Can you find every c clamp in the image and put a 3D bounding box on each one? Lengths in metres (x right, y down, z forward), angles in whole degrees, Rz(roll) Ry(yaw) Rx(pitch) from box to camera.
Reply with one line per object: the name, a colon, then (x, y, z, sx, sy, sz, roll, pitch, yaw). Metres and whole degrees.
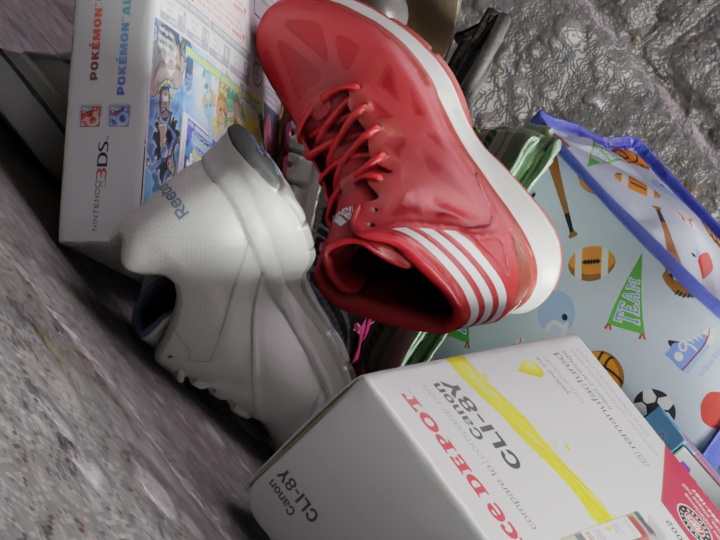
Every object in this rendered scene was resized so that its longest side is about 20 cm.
c clamp: (0.038, -0.069, 1.463, 0.027, 0.200, 0.171, 32, -15, -6)

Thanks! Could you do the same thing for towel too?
towel: (0.044, -0.012, 1.412, 0.023, 0.153, 0.200, 31, -2, -10)

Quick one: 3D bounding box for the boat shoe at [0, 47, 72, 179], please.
boat shoe: (-0.133, -0.085, 1.301, 0.074, 0.065, 0.200, 51, 5, 11)

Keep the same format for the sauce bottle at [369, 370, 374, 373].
sauce bottle: (0.020, 0.088, 1.348, 0.066, 0.066, 0.200, 49, 8, -11)

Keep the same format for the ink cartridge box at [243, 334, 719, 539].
ink cartridge box: (0.066, 0.113, 1.122, 0.145, 0.083, 0.200, 53, 27, 17)

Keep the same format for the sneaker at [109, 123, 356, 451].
sneaker: (-0.058, 0.022, 1.182, 0.075, 0.087, 0.200, 52, -13, 45)

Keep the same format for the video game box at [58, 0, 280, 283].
video game box: (-0.086, -0.083, 1.259, 0.200, 0.047, 0.183, 35, 55, -72)

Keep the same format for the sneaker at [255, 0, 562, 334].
sneaker: (0.002, -0.053, 1.239, 0.200, 0.078, 0.115, 45, 31, 16)

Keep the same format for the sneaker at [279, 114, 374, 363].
sneaker: (0.000, 0.000, 1.318, 0.074, 0.087, 0.201, 100, -6, -61)

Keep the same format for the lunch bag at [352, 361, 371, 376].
lunch bag: (-0.018, -0.048, 1.604, 0.200, 0.082, 0.177, 50, -23, 38)

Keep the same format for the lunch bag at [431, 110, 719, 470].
lunch bag: (0.139, 0.041, 1.455, 0.124, 0.170, 0.200, 8, 33, -45)

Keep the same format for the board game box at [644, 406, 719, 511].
board game box: (0.163, 0.190, 1.400, 0.200, 0.153, 0.040, 48, 6, -29)

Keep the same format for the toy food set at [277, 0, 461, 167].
toy food set: (-0.043, -0.113, 1.457, 0.143, 0.200, 0.061, 16, -43, 16)
